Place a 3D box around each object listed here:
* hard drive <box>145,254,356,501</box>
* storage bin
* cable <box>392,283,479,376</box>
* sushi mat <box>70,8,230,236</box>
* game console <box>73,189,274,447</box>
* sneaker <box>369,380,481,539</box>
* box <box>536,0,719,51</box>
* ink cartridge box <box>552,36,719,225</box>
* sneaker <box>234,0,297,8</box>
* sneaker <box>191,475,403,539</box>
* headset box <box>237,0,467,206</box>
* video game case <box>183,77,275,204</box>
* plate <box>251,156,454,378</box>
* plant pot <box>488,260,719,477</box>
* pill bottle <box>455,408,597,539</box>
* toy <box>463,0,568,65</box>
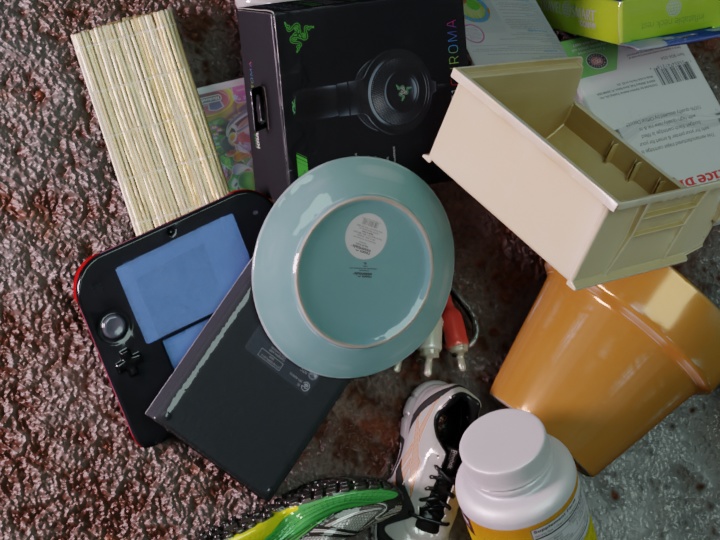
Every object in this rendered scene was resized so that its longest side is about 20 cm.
[{"bbox_3d":[-0.080,0.085,1.470,0.139,0.033,0.200,39,78,-25],"label":"hard drive"},{"bbox_3d":[0.195,-0.091,1.444,0.198,0.094,0.200,-12,45,-44],"label":"storage bin"},{"bbox_3d":[0.069,0.002,1.561,0.097,0.050,0.201,1,81,-19],"label":"cable"},{"bbox_3d":[-0.187,-0.133,1.495,0.095,0.012,0.201,-18,88,-9],"label":"sushi mat"},{"bbox_3d":[-0.141,0.039,1.466,0.199,0.031,0.178,-26,101,-20],"label":"game console"},{"bbox_3d":[0.062,0.196,1.513,0.073,0.080,0.201,14,78,-20],"label":"sneaker"},{"bbox_3d":[0.258,-0.256,1.600,0.121,0.200,0.048,-13,111,-23],"label":"box"},{"bbox_3d":[0.276,-0.133,1.618,0.145,0.084,0.201,-14,68,-23],"label":"ink cartridge box"},{"bbox_3d":[-0.022,-0.236,1.562,0.199,0.074,0.080,-5,98,-19],"label":"sneaker"},{"bbox_3d":[-0.051,0.241,1.470,0.199,0.078,0.086,-22,96,-14],"label":"sneaker"},{"bbox_3d":[-0.010,-0.159,1.490,0.199,0.093,0.175,-10,104,-23],"label":"headset box"},{"bbox_3d":[-0.073,-0.084,1.538,0.142,0.018,0.201,-15,87,-24],"label":"video game case"},{"bbox_3d":[0.000,0.000,1.460,0.199,0.026,0.201,-5,103,-24],"label":"plate"},{"bbox_3d":[0.223,0.083,1.546,0.200,0.200,0.183,41,85,-10],"label":"plant pot"},{"bbox_3d":[0.149,0.220,1.480,0.109,0.109,0.201,-39,131,-22],"label":"pill bottle"},{"bbox_3d":[0.118,-0.246,1.596,0.115,0.047,0.201,-6,60,-30],"label":"toy"}]
